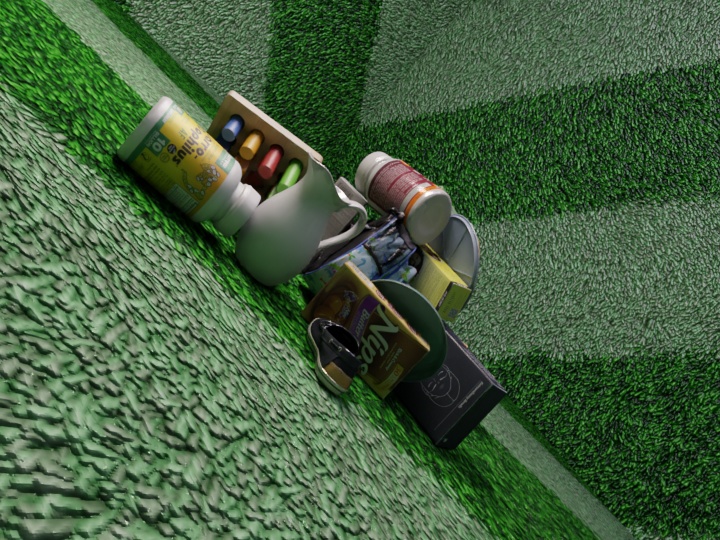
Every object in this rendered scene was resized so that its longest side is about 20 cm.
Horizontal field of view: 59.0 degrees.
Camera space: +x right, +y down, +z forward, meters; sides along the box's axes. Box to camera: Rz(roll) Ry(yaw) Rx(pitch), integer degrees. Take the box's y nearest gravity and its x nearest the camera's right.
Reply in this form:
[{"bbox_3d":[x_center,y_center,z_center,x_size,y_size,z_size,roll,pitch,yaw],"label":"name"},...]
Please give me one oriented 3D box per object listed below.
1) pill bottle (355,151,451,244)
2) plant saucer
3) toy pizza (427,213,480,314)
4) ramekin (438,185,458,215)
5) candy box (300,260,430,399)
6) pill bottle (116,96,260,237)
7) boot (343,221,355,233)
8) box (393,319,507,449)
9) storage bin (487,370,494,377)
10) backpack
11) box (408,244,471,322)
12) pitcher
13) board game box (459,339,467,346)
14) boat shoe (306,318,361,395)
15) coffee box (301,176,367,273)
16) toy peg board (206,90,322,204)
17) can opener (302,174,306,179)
[{"bbox_3d":[0.081,-0.150,1.271,0.200,0.115,0.114,44,4,39],"label":"pill bottle"},{"bbox_3d":[0.064,0.102,1.110,0.200,0.200,0.027,45,40,2],"label":"plant saucer"},{"bbox_3d":[0.179,-0.007,1.250,0.031,0.205,0.201,7,24,-26],"label":"toy pizza"},{"bbox_3d":[0.133,-0.086,1.418,0.098,0.199,0.200,51,5,-6],"label":"ramekin"},{"bbox_3d":[0.009,0.097,1.058,0.200,0.117,0.056,44,10,0],"label":"candy box"},{"bbox_3d":[-0.248,-0.146,0.943,0.200,0.113,0.113,43,6,-22],"label":"pill bottle"},{"bbox_3d":[0.012,-0.034,1.467,0.168,0.077,0.200,43,1,-44],"label":"boot"},{"bbox_3d":[0.146,0.198,1.176,0.201,0.149,0.107,49,8,33],"label":"box"},{"bbox_3d":[0.211,0.218,1.609,0.198,0.094,0.200,45,-3,-6],"label":"storage bin"},{"bbox_3d":[0.000,0.000,1.214,0.149,0.198,0.182,60,-21,-5],"label":"backpack"},{"bbox_3d":[0.135,0.013,1.232,0.049,0.077,0.201,18,19,-31],"label":"box"},{"bbox_3d":[-0.093,-0.062,1.031,0.171,0.200,0.122,39,7,-38],"label":"pitcher"},{"bbox_3d":[0.167,0.180,1.424,0.095,0.030,0.201,37,-30,5],"label":"board game box"},{"bbox_3d":[-0.035,0.112,0.934,0.074,0.062,0.200,41,6,-16],"label":"boat shoe"},{"bbox_3d":[-0.078,-0.098,1.361,0.080,0.200,0.114,42,7,-2],"label":"coffee box"},{"bbox_3d":[-0.204,-0.167,1.130,0.197,0.200,0.099,34,40,-14],"label":"toy peg board"},{"bbox_3d":[-0.115,-0.082,1.105,0.077,0.203,0.064,27,30,-2],"label":"can opener"}]
